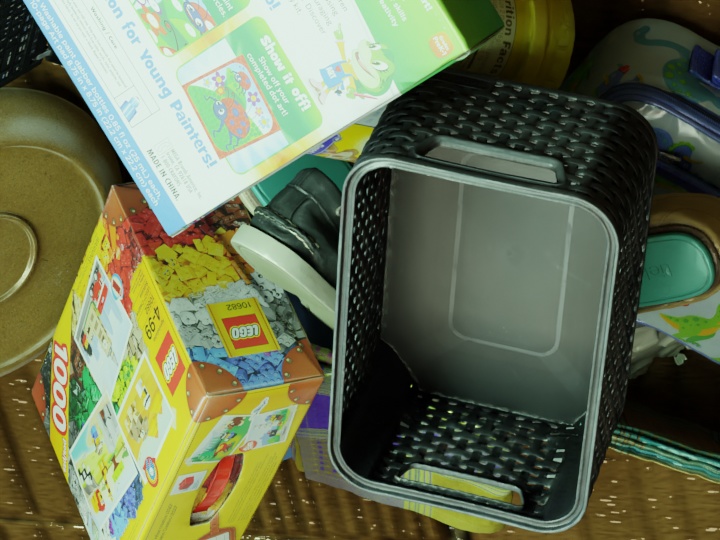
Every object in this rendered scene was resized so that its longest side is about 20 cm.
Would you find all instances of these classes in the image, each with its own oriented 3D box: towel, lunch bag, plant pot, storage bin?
[{"bbox_3d":[0.022,0.102,1.637,0.143,0.023,0.200,19,160,7],"label":"towel"},{"bbox_3d":[0.186,-0.037,1.502,0.199,0.083,0.161,28,135,-15],"label":"lunch bag"},{"bbox_3d":[-0.218,-0.010,1.605,0.027,0.200,0.201,43,159,42],"label":"plant pot"},{"bbox_3d":[0.064,0.015,1.381,0.134,0.094,0.201,12,125,12],"label":"storage bin"},{"bbox_3d":[0.163,0.091,1.630,0.199,0.147,0.022,18,96,-4],"label":"towel"}]

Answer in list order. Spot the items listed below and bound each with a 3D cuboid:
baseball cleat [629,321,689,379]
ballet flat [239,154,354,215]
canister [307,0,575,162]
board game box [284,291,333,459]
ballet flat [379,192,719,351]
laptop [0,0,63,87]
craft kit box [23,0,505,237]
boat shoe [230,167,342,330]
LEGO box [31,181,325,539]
[{"bbox_3d":[0.111,0.016,1.564,0.070,0.107,0.199,-39,160,33],"label":"baseball cleat"},{"bbox_3d":[-0.012,-0.023,1.602,0.200,0.070,0.069,37,136,-23],"label":"ballet flat"},{"bbox_3d":[-0.014,-0.117,1.415,0.199,0.087,0.148,9,147,-31],"label":"canister"},{"bbox_3d":[-0.078,0.047,1.719,0.199,0.039,0.158,-25,120,32],"label":"board game box"},{"bbox_3d":[0.103,0.000,1.454,0.199,0.063,0.069,-8,117,24],"label":"ballet flat"},{"bbox_3d":[-0.145,-0.116,1.460,0.103,0.200,0.178,46,148,14],"label":"laptop"},{"bbox_3d":[-0.064,-0.145,1.277,0.197,0.048,0.201,-29,95,37],"label":"craft kit box"},{"bbox_3d":[-0.002,-0.001,1.520,0.074,0.066,0.199,27,172,36],"label":"boat shoe"},{"bbox_3d":[-0.108,0.065,1.597,0.077,0.149,0.200,-9,146,-29],"label":"LEGO box"}]
